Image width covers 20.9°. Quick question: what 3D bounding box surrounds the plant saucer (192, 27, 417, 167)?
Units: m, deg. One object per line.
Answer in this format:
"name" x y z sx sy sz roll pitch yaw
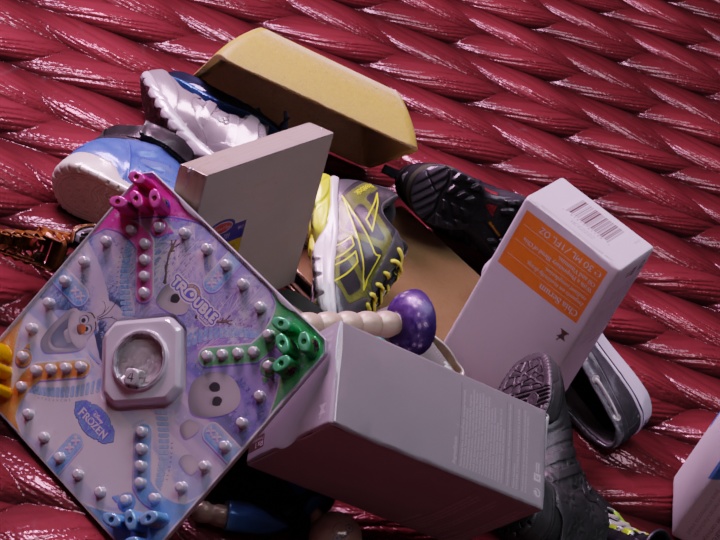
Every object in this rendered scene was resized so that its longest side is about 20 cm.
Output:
"plant saucer" -0.050 -0.162 1.792 0.198 0.049 0.200 24 -6 -11

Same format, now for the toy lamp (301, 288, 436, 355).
"toy lamp" -0.034 0.040 1.443 0.199 0.059 0.058 -3 42 -37

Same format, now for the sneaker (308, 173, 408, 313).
"sneaker" 0.000 0.000 1.623 0.084 0.075 0.202 -1 57 -4

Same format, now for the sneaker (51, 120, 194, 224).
"sneaker" -0.149 -0.057 1.638 0.199 0.077 0.111 27 39 10

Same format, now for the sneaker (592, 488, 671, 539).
"sneaker" 0.214 0.222 1.514 0.071 0.083 0.201 5 38 -35

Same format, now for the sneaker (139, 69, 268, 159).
"sneaker" -0.120 -0.109 1.719 0.082 0.075 0.200 -34 67 -23

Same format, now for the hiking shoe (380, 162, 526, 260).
"hiking shoe" 0.114 -0.054 1.847 0.199 0.076 0.101 31 4 -29

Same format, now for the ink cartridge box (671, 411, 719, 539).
"ink cartridge box" 0.381 0.191 1.636 0.199 0.145 0.084 25 32 -4

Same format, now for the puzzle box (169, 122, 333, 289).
"puzzle box" -0.091 -0.034 1.484 0.025 0.134 0.200 24 21 20

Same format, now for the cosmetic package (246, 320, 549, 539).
"cosmetic package" 0.028 0.119 1.393 0.199 0.106 0.091 29 53 -31

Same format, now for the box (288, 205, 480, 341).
"box" 0.028 0.013 1.732 0.163 0.021 0.199 43 33 23

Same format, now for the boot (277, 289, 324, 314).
"boot" -0.035 0.114 1.500 0.199 0.078 0.138 33 40 18

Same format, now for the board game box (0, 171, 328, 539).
"board game box" -0.153 0.062 1.351 0.200 0.200 0.026 43 3 24

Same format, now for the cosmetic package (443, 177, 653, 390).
"cosmetic package" 0.145 0.037 1.617 0.101 0.201 0.071 37 32 17

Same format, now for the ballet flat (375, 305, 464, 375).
"ballet flat" 0.075 0.108 1.548 0.200 0.067 0.064 50 45 6

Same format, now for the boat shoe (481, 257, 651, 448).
"boat shoe" 0.168 0.072 1.708 0.200 0.074 0.068 54 42 6

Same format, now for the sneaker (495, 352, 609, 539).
"sneaker" 0.147 0.169 1.484 0.104 0.060 0.201 41 41 -34

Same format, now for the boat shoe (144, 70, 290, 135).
"boat shoe" -0.104 -0.128 1.778 0.200 0.085 0.068 41 23 17

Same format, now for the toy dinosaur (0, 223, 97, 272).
"toy dinosaur" -0.201 0.007 1.513 0.198 0.103 0.136 -6 19 -24

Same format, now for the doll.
"doll" -0.074 0.137 1.419 0.200 0.049 0.136 48 54 5
